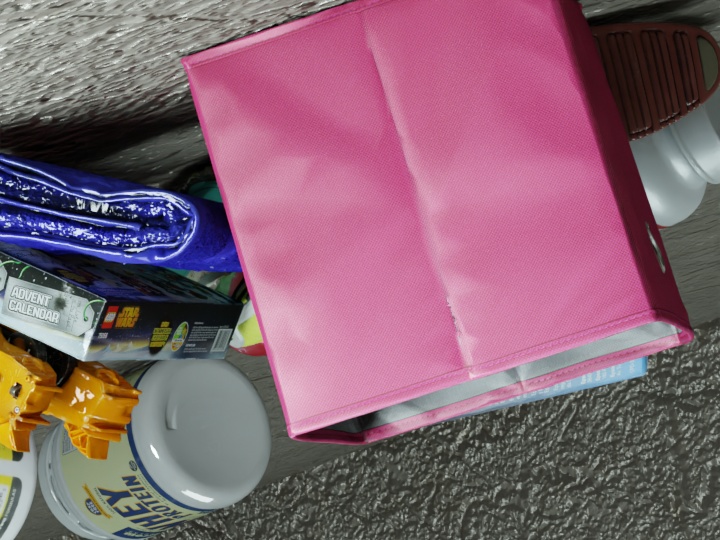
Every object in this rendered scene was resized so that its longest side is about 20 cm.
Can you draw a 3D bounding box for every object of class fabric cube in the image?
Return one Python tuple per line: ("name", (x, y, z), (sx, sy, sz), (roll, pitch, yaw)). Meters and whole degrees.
("fabric cube", (0.045, -0.033, 1.443), (0.200, 0.200, 0.196), (-18, 171, 9))

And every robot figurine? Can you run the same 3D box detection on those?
("robot figurine", (-0.228, 0.041, 1.556), (0.200, 0.058, 0.145), (25, -174, 32))

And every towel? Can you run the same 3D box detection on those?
("towel", (-0.131, -0.024, 1.462), (0.148, 0.050, 0.200), (14, -179, 12))

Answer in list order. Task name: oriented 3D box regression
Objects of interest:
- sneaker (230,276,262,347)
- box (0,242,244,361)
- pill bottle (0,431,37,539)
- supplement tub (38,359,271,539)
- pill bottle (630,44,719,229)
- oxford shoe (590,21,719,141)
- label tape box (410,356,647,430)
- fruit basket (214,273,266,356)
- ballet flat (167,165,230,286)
("sneaker", (0.000, 0.000, 1.685), (0.200, 0.076, 0.075), (-31, -162, 23))
("box", (-0.166, 0.009, 1.589), (0.137, 0.040, 0.200), (23, -174, 18))
("pill bottle", (-0.289, 0.107, 1.582), (0.112, 0.113, 0.200), (-22, 158, 32))
("supplement tub", (-0.190, 0.165, 2.534), (0.145, 0.145, 0.200), (-10, 170, -40))
("pill bottle", (0.140, -0.068, 1.714), (0.200, 0.112, 0.112), (-21, 171, 28))
("oxford shoe", (0.110, -0.106, 1.619), (0.200, 0.071, 0.075), (-12, -167, -10))
("label tape box", (0.065, 0.013, 1.634), (0.200, 0.066, 0.143), (-12, 130, -8))
("fruit basket", (-0.039, 0.022, 1.927), (0.200, 0.094, 0.185), (14, 169, -40))
("ballet flat", (-0.081, -0.036, 1.703), (0.064, 0.076, 0.200), (-49, -164, -33))
